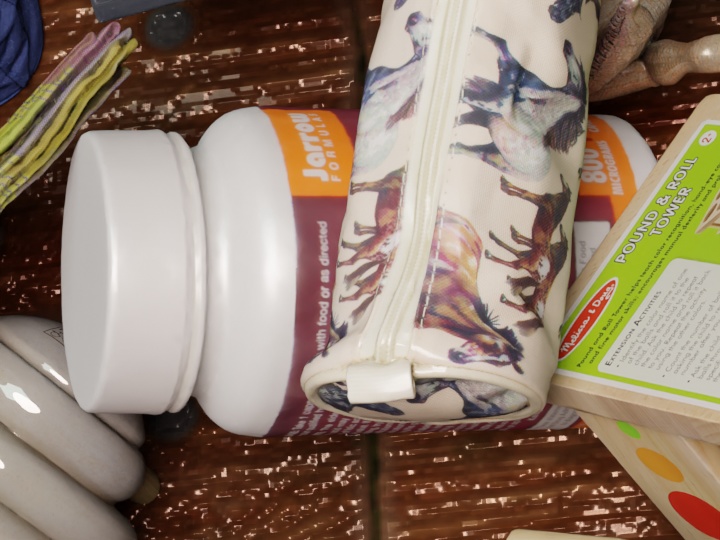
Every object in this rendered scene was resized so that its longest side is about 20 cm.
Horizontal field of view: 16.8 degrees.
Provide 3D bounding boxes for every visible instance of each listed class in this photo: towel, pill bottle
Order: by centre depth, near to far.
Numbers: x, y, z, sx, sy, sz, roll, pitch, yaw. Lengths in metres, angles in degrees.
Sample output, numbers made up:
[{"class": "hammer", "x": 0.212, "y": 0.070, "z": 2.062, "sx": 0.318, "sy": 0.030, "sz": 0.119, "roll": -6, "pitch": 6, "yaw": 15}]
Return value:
[{"class": "pill bottle", "x": 0.000, "y": 0.000, "z": 0.859, "sx": 0.198, "sy": 0.114, "sz": 0.115, "roll": 0, "pitch": 69, "yaw": -17}, {"class": "towel", "x": -0.156, "y": -0.009, "z": 0.899, "sx": 0.023, "sy": 0.200, "sz": 0.144, "roll": 41, "pitch": 59, "yaw": -7}]

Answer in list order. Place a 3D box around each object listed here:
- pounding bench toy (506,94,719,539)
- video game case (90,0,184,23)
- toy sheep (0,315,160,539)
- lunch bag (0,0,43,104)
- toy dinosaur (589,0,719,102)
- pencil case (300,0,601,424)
[{"class": "pounding bench toy", "x": 0.142, "y": 0.072, "z": 0.790, "sx": 0.124, "sy": 0.156, "sz": 0.200, "roll": 10, "pitch": 57, "yaw": 52}, {"class": "video game case", "x": 0.001, "y": -0.145, "z": 0.912, "sx": 0.198, "sy": 0.143, "sz": 0.019, "roll": -15, "pitch": 112, "yaw": 6}, {"class": "toy sheep", "x": -0.140, "y": 0.083, "z": 0.902, "sx": 0.137, "sy": 0.138, "sz": 0.201, "roll": 30, "pitch": 82, "yaw": 22}, {"class": "lunch bag", "x": -0.222, "y": -0.145, "z": 0.998, "sx": 0.135, "sy": 0.132, "sz": 0.201, "roll": -21, "pitch": 68, "yaw": 8}, {"class": "toy dinosaur", "x": 0.078, "y": -0.100, "z": 0.901, "sx": 0.135, "sy": 0.086, "sz": 0.200, "roll": -14, "pitch": 26, "yaw": 13}, {"class": "pencil case", "x": 0.033, "y": -0.045, "z": 0.772, "sx": 0.077, "sy": 0.089, "sz": 0.202, "roll": 1, "pitch": 72, "yaw": 29}]
